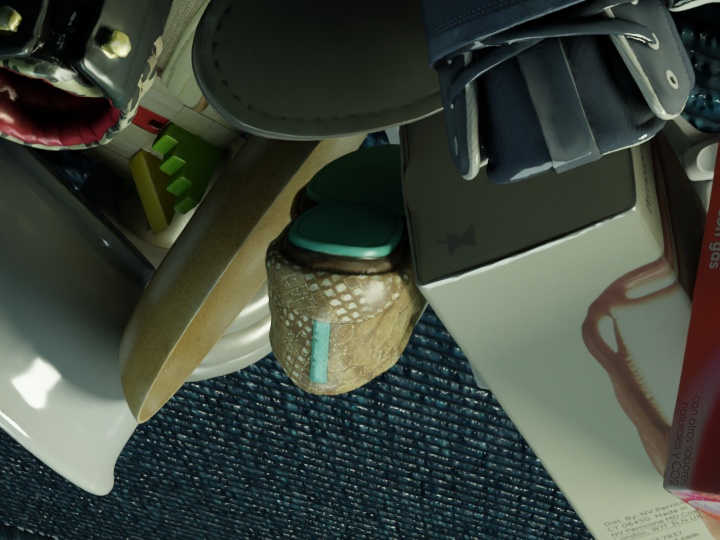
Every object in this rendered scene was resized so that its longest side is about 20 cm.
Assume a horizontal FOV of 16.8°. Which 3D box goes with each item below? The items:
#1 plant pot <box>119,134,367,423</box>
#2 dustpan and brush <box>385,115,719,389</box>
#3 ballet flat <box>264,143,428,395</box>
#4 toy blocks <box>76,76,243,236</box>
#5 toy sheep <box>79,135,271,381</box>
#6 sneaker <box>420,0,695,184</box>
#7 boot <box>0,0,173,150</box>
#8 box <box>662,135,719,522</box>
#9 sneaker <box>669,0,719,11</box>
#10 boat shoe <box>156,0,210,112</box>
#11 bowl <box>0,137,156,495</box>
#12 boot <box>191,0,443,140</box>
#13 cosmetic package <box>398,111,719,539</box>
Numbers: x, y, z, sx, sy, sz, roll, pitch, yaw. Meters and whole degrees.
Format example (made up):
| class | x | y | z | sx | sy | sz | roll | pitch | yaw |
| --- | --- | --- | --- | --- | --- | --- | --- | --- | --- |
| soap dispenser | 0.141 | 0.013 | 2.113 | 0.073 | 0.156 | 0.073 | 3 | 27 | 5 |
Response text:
| class | x | y | z | sx | sy | sz | roll | pitch | yaw |
| --- | --- | --- | --- | --- | --- | --- | --- | --- | --- |
| plant pot | -0.043 | -0.025 | 1.013 | 0.027 | 0.200 | 0.200 | 36 | 165 | 3 |
| dustpan and brush | 0.119 | -0.038 | 1.011 | 0.199 | 0.140 | 0.057 | -20 | -177 | 9 |
| ballet flat | 0.000 | 0.000 | 0.928 | 0.070 | 0.066 | 0.200 | 11 | -165 | 12 |
| toy blocks | -0.112 | -0.097 | 0.997 | 0.136 | 0.100 | 0.200 | 28 | 163 | -13 |
| toy sheep | -0.081 | -0.007 | 1.210 | 0.137 | 0.138 | 0.200 | 11 | 147 | 4 |
| sneaker | 0.037 | -0.103 | 0.649 | 0.077 | 0.147 | 0.202 | -13 | 171 | 15 |
| boot | -0.062 | -0.128 | 0.683 | 0.073 | 0.154 | 0.204 | 16 | 163 | -13 |
| box | 0.184 | -0.002 | 0.864 | 0.094 | 0.201 | 0.103 | 2 | 162 | 33 |
| sneaker | 0.137 | -0.117 | 0.674 | 0.080 | 0.074 | 0.200 | -24 | 172 | -16 |
| boat shoe | -0.052 | -0.129 | 0.828 | 0.072 | 0.072 | 0.200 | 34 | 152 | 1 |
| bowl | -0.155 | 0.000 | 1.082 | 0.201 | 0.090 | 0.201 | 45 | 179 | 1 |
| boot | 0.003 | -0.079 | 0.834 | 0.200 | 0.069 | 0.174 | -27 | -179 | -29 |
| cosmetic package | 0.096 | 0.016 | 0.922 | 0.087 | 0.104 | 0.200 | -20 | 136 | 17 |
